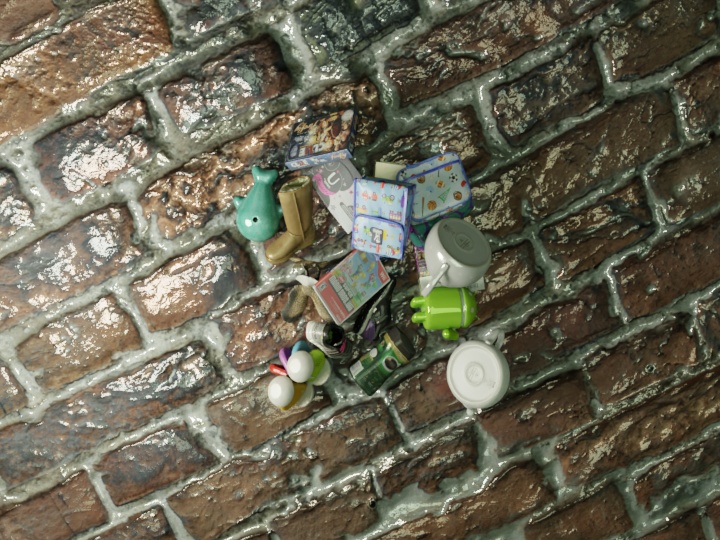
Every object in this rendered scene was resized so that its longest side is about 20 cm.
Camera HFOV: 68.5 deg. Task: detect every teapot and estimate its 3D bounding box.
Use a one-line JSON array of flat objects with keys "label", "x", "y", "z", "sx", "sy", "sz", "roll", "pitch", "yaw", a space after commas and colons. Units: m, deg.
[{"label": "teapot", "x": 0.242, "y": -0.026, "z": 1.405, "sx": 0.193, "sy": 0.203, "sz": 0.148, "roll": 6, "pitch": 141, "yaw": -22}, {"label": "teapot", "x": 0.355, "y": 0.299, "z": 1.549, "sx": 0.196, "sy": 0.145, "sz": 0.204, "roll": -27, "pitch": 69, "yaw": 25}]

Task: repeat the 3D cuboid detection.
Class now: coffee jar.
[{"label": "coffee jar", "x": 0.066, "y": 0.265, "z": 1.559, "sx": 0.199, "sy": 0.086, "sz": 0.105, "roll": -42, "pitch": 114, "yaw": 4}]

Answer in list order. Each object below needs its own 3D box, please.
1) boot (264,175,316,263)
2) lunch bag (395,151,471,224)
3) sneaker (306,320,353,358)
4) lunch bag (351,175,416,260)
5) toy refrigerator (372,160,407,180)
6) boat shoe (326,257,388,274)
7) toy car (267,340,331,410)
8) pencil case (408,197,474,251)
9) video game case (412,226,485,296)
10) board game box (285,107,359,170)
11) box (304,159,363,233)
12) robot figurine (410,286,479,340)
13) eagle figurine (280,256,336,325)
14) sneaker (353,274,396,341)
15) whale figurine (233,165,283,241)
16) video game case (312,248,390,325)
[{"label": "boot", "x": -0.198, "y": -0.137, "z": 1.432, "sx": 0.173, "sy": 0.066, "sz": 0.204, "roll": -33, "pitch": 144, "yaw": -25}, {"label": "lunch bag", "x": 0.188, "y": -0.222, "z": 1.416, "sx": 0.193, "sy": 0.076, "sz": 0.166, "roll": -19, "pitch": 86, "yaw": -2}, {"label": "sneaker", "x": -0.070, "y": 0.202, "z": 1.503, "sx": 0.199, "sy": 0.085, "sz": 0.076, "roll": 41, "pitch": 60, "yaw": -46}, {"label": "lunch bag", "x": 0.055, "y": -0.129, "z": 1.375, "sx": 0.145, "sy": 0.094, "sz": 0.208, "roll": 11, "pitch": 107, "yaw": 18}, {"label": "toy refrigerator", "x": 0.132, "y": -0.263, "z": 1.490, "sx": 0.191, "sy": 0.076, "sz": 0.073, "roll": 7, "pitch": 99, "yaw": -3}, {"label": "boat shoe", "x": 0.000, "y": 0.000, "z": 1.527, "sx": 0.194, "sy": 0.084, "sz": 0.071, "roll": -23, "pitch": 81, "yaw": 15}, {"label": "toy car", "x": -0.192, "y": 0.294, "z": 1.533, "sx": 0.150, "sy": 0.174, "sz": 0.202, "roll": 42, "pitch": 96, "yaw": 28}, {"label": "pencil case", "x": 0.226, "y": -0.148, "z": 1.490, "sx": 0.199, "sy": 0.085, "sz": 0.093, "roll": -41, "pitch": 106, "yaw": -9}, {"label": "video game case", "x": 0.259, "y": -0.020, "z": 1.553, "sx": 0.192, "sy": 0.036, "sz": 0.189, "roll": -11, "pitch": 99, "yaw": -1}, {"label": "board game box", "x": -0.101, "y": -0.348, "z": 1.407, "sx": 0.193, "sy": 0.035, "sz": 0.140, "roll": -6, "pitch": 61, "yaw": 27}, {"label": "box", "x": -0.049, "y": -0.224, "z": 1.467, "sx": 0.131, "sy": 0.115, "sz": 0.202, "roll": -38, "pitch": 98, "yaw": 3}, {"label": "robot figurine", "x": 0.241, "y": 0.105, "z": 1.497, "sx": 0.191, "sy": 0.116, "sz": 0.183, "roll": -3, "pitch": 76, "yaw": -2}, {"label": "eagle figurine", "x": -0.140, "y": 0.072, "z": 1.498, "sx": 0.147, "sy": 0.150, "sz": 0.209, "roll": -4, "pitch": 105, "yaw": -38}, {"label": "sneaker", "x": 0.062, "y": 0.112, "z": 1.556, "sx": 0.086, "sy": 0.076, "sz": 0.204, "roll": 28, "pitch": 100, "yaw": -21}, {"label": "whale figurine", "x": -0.279, "y": -0.182, "z": 1.467, "sx": 0.153, "sy": 0.104, "sz": 0.208, "roll": 11, "pitch": 99, "yaw": -4}, {"label": "video game case", "x": -0.021, "y": 0.034, "z": 1.450, "sx": 0.198, "sy": 0.017, "sz": 0.145, "roll": -40, "pitch": 121, "yaw": -12}]
